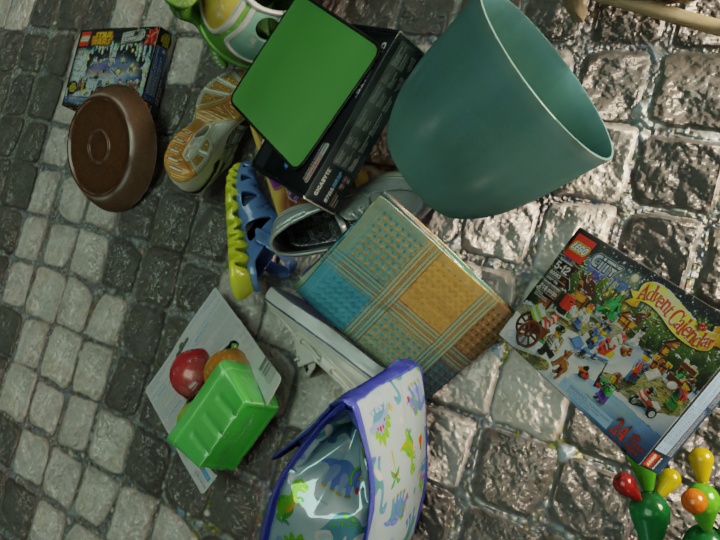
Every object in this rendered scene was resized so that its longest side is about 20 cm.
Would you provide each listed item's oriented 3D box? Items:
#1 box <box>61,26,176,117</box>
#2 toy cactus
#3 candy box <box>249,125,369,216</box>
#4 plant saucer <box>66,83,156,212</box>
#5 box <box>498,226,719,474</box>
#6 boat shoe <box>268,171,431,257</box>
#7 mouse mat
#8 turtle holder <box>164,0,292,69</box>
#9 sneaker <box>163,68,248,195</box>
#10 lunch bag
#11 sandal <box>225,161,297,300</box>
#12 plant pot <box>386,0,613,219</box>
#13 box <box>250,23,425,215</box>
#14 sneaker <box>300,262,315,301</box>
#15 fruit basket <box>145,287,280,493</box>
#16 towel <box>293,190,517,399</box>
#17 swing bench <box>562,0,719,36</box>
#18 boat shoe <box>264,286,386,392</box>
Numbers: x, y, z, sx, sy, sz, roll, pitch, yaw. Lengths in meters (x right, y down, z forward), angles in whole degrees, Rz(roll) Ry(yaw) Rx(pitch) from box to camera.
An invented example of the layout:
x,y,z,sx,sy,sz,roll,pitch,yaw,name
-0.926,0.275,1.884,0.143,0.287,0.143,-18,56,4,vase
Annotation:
x,y,z,sx,sy,sz,roll,pitch,yaw,name
-0.398,-0.325,1.120,0.200,0.040,0.137,10,85,32,box
0.275,0.250,0.575,0.200,0.102,0.165,50,116,20,toy cactus
-0.067,-0.150,0.876,0.117,0.056,0.200,-29,65,23,candy box
-0.398,-0.192,1.070,0.200,0.034,0.201,3,96,33,plant saucer
0.231,0.062,0.620,0.137,0.038,0.200,-56,36,10,box
-0.012,-0.054,0.777,0.200,0.072,0.070,-14,115,17,boat shoe
-0.070,-0.219,0.775,0.161,0.008,0.200,-53,48,13,mouse mat
-0.147,-0.347,0.883,0.141,0.185,0.132,-64,19,-14,turtle holder
-0.198,-0.194,0.955,0.076,0.088,0.200,32,74,12,sneaker
-0.003,0.195,0.670,0.127,0.170,0.201,20,104,20,lunch bag
-0.133,-0.055,0.895,0.087,0.080,0.200,-6,65,-8,sandal
0.123,-0.146,0.685,0.161,0.200,0.201,-36,63,32,plant pot
-0.032,-0.177,0.772,0.200,0.046,0.159,-60,37,4,box
0.000,-0.001,0.776,0.200,0.099,0.070,-7,74,29,sneaker
-0.192,0.150,0.884,0.185,0.094,0.200,-55,43,9,fruit basket
0.047,0.032,0.713,0.200,0.022,0.147,41,110,-14,towel
0.312,-0.343,0.646,0.200,0.130,0.199,24,93,33,swing bench
-0.050,0.093,0.810,0.200,0.071,0.070,34,95,25,boat shoe
